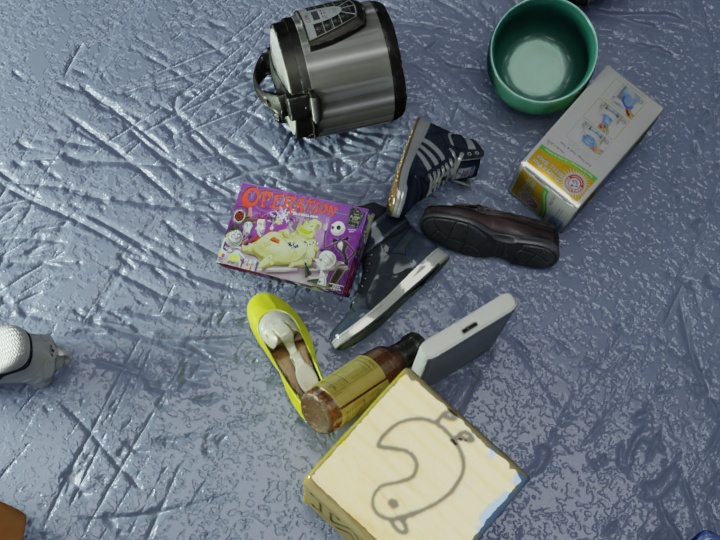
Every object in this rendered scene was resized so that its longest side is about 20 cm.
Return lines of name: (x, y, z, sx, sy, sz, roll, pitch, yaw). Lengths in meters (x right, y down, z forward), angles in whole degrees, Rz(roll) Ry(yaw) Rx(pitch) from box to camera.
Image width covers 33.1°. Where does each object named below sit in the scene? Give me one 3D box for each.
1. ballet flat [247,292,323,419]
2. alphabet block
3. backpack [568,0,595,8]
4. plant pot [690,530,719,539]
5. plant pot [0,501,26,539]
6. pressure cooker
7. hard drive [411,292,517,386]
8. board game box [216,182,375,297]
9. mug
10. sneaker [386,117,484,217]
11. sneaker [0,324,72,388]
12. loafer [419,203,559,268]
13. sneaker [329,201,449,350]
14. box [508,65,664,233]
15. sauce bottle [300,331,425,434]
ballet flat: (-0.091, 0.109, 1.606, 0.067, 0.067, 0.200, -26, 75, -8)
alphabet block: (0.063, 0.270, 1.496, 0.200, 0.196, 0.195, 40, 73, 10)
backpack: (0.342, -0.486, 1.775, 0.190, 0.154, 0.200, -26, 81, -2)
plant pot: (0.433, 0.456, 1.462, 0.200, 0.180, 0.200, 31, 73, 8)
plant pot: (-0.488, 0.347, 1.458, 0.140, 0.200, 0.201, 15, 71, -16)
pressure cooker: (-0.049, -0.272, 1.675, 0.200, 0.176, 0.179, -13, 83, -6)
hard drive: (0.126, 0.097, 1.551, 0.132, 0.200, 0.027, -30, 77, -12)
board game box: (-0.089, -0.043, 1.630, 0.200, 0.032, 0.120, 13, 76, 25)
mug: (0.265, -0.312, 1.721, 0.152, 0.114, 0.185, 35, 87, 6)
sneaker: (0.105, -0.132, 1.662, 0.108, 0.070, 0.200, 21, 43, 0)
sneaker: (-0.476, 0.126, 1.582, 0.200, 0.115, 0.075, -17, 70, 28)
loafer: (0.180, -0.057, 1.681, 0.200, 0.072, 0.063, 15, 52, -4)
sneaker: (0.000, 0.000, 1.637, 0.202, 0.077, 0.146, -43, 83, -17)
box: (0.312, -0.167, 1.690, 0.101, 0.113, 0.200, 40, 75, 8)
sauce bottle: (0.010, 0.142, 1.573, 0.200, 0.066, 0.066, -28, 74, -39)
